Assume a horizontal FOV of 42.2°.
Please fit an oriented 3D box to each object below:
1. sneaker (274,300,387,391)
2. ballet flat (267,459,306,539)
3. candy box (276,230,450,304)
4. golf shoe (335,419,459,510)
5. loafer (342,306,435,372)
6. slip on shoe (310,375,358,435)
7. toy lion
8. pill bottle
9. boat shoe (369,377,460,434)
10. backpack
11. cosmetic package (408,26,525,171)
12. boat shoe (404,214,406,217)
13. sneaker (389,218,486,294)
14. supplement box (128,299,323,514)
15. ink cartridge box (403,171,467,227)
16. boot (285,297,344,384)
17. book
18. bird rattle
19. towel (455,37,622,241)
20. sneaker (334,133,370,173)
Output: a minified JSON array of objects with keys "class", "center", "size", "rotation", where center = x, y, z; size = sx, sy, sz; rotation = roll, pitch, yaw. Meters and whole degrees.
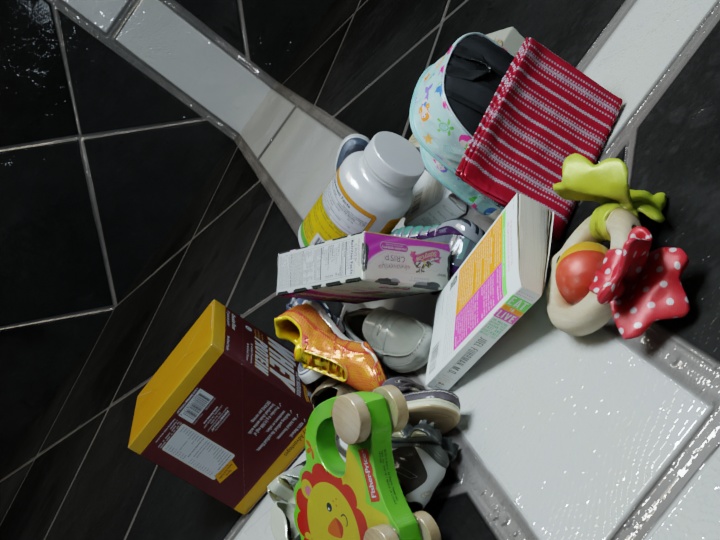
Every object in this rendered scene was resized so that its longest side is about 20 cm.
[{"class":"sneaker","center":[-0.039,0.113,1.198],"size":[0.077,0.074,0.199],"rotation":[-28,41,-29]},{"class":"ballet flat","center":[-0.075,0.283,1.124],"size":[0.068,0.068,0.201],"rotation":[-49,21,16]},{"class":"candy box","center":[0.000,0.000,1.179],"size":[0.199,0.135,0.062],"rotation":[-10,77,53]},{"class":"golf shoe","center":[0.017,0.221,1.006],"size":[0.199,0.077,0.095],"rotation":[-28,34,53]},{"class":"loafer","center":[0.033,0.083,1.185],"size":[0.070,0.070,0.199],"rotation":[-57,21,-16]},{"class":"slip on shoe","center":[-0.035,0.168,1.219],"size":[0.076,0.060,0.201],"rotation":[-47,22,21]},{"class":"toy lion","center":[-0.012,0.231,0.948],"size":[0.191,0.068,0.203],"rotation":[-24,78,52]},{"class":"pill bottle","center":[0.004,-0.092,1.289],"size":[0.200,0.110,0.112],"rotation":[-52,18,38]},{"class":"boat shoe","center":[0.046,0.153,1.053],"size":[0.200,0.071,0.065],"rotation":[-33,36,57]},{"class":"backpack","center":[0.154,-0.179,1.135],"size":[0.150,0.199,0.179],"rotation":[-28,34,50]},{"class":"cosmetic package","center":[0.156,-0.228,1.285],"size":[0.201,0.073,0.103],"rotation":[-59,24,-15]},{"class":"boat shoe","center":[0.057,-0.139,1.423],"size":[0.061,0.076,0.201],"rotation":[2,34,12]},{"class":"sneaker","center":[0.081,-0.009,1.225],"size":[0.199,0.074,0.088],"rotation":[-17,47,58]},{"class":"supplement box","center":[-0.183,0.192,1.312],"size":[0.198,0.199,0.133],"rotation":[-49,21,14]},{"class":"ink cartridge box","center":[0.148,-0.159,1.343],"size":[0.173,0.043,0.201],"rotation":[-31,30,38]},{"class":"boot","center":[-0.075,0.087,1.325],"size":[0.072,0.091,0.200],"rotation":[-35,10,8]},{"class":"book","center":[0.135,0.030,1.028],"size":[0.200,0.048,0.135],"rotation":[-53,17,45]},{"class":"bird rattle","center":[0.237,-0.004,0.884],"size":[0.164,0.111,0.202],"rotation":[124,155,-42]},{"class":"towel","center":[0.206,-0.150,1.057],"size":[0.201,0.144,0.022],"rotation":[-62,10,-16]},{"class":"sneaker","center":[-0.001,-0.096,1.439],"size":[0.147,0.076,0.205],"rotation":[-100,10,-65]}]
